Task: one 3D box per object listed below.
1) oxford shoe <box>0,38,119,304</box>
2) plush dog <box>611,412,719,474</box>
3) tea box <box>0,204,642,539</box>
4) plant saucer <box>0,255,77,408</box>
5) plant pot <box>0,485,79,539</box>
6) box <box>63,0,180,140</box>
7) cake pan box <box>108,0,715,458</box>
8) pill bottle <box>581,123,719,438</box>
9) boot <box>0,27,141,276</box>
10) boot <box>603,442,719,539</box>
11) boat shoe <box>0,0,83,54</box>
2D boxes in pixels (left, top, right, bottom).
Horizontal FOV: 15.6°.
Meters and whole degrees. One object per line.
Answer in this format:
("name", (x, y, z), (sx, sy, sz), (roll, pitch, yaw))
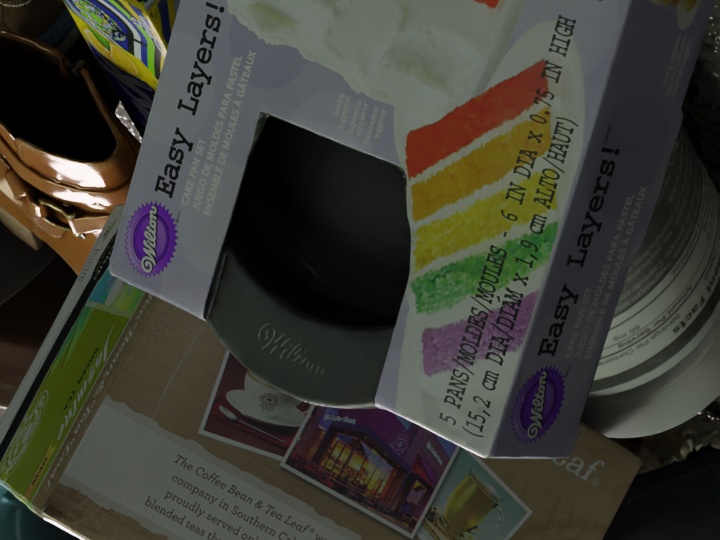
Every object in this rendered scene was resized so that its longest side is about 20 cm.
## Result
("oxford shoe", (-0.180, -0.041, 1.321), (0.071, 0.200, 0.071), (40, 137, -16))
("plush dog", (0.071, 0.114, 1.295), (0.199, 0.161, 0.172), (-7, 135, 30))
("tea box", (-0.028, 0.077, 1.057), (0.199, 0.134, 0.197), (30, 173, -13))
("plant saucer", (-0.165, 0.016, 1.343), (0.199, 0.030, 0.200), (12, -157, -5))
("plant pot", (-0.226, 0.240, 2.474), (0.200, 0.201, 0.196), (29, 173, 19))
("box", (-0.073, -0.104, 1.152), (0.064, 0.070, 0.200), (31, 166, 21))
("cake pan box", (0.014, -0.055, 0.861), (0.184, 0.201, 0.052), (26, -166, 39))
("pill bottle", (0.076, -0.022, 0.991), (0.114, 0.114, 0.200), (25, 163, 35))
("boot", (-0.098, -0.030, 1.191), (0.200, 0.077, 0.155), (37, 162, 11))
("boot", (0.145, 0.140, 1.213), (0.165, 0.199, 0.066), (60, -174, -47))
("boat shoe", (-0.161, -0.141, 1.227), (0.072, 0.072, 0.200), (40, 166, -17))
